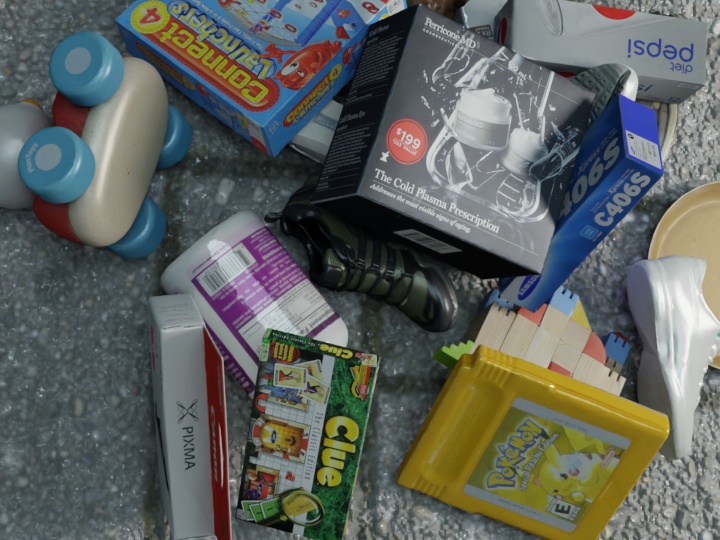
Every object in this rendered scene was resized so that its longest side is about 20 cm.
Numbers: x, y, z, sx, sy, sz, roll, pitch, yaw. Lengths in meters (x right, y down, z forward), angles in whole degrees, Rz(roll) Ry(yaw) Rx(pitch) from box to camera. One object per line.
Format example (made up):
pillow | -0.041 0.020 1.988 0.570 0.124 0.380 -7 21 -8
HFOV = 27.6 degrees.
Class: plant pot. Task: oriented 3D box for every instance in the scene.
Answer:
plant pot | 0.383 0.008 1.499 0.200 0.027 0.200 2 78 -12

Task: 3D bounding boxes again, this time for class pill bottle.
pill bottle | -0.083 0.052 1.351 0.112 0.112 0.200 -38 89 -16

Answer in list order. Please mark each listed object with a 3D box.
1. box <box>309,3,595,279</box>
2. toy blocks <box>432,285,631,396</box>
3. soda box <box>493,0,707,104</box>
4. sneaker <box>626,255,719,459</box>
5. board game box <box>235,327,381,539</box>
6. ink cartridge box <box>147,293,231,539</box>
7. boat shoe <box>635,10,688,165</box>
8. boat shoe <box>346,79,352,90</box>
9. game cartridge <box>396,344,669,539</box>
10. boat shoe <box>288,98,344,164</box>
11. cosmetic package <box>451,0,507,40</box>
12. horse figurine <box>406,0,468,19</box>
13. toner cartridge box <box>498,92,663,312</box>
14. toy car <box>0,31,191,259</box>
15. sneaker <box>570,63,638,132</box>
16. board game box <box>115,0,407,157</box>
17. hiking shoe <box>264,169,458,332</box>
box | 0.084 -0.111 1.328 0.200 0.104 0.182 22 78 -23
toy blocks | 0.180 0.080 1.419 0.200 0.100 0.137 30 63 -5
soda box | 0.231 -0.214 1.418 0.200 0.063 0.068 7 77 -11
sneaker | 0.319 0.084 1.432 0.088 0.075 0.200 -9 99 -17
board game box | -0.049 0.152 1.310 0.105 0.023 0.200 12 119 4
ink cartridge box | -0.147 0.140 1.255 0.044 0.174 0.200 -5 107 -13
boat shoe | 0.285 -0.174 1.498 0.073 0.075 0.200 13 68 1
boat shoe | 0.055 -0.139 1.438 0.074 0.068 0.199 -25 86 -15
game cartridge | 0.157 0.168 1.359 0.200 0.176 0.032 20 34 -7
boat shoe | -0.042 -0.138 1.414 0.200 0.069 0.072 22 65 10
cosmetic package | 0.145 -0.224 1.471 0.102 0.074 0.200 -13 81 -14
horse figurine | 0.055 -0.301 1.453 0.050 0.133 0.200 -17 72 -22
toner cartridge box | 0.199 -0.060 1.352 0.043 0.200 0.095 25 39 -16
toy car | -0.289 -0.119 1.337 0.200 0.184 0.177 10 76 19
sneaker | 0.227 -0.121 1.425 0.087 0.200 0.075 -10 51 -27
board game box | -0.093 -0.238 1.395 0.200 0.056 0.196 36 73 21
hiking shoe | 0.000 0.000 1.385 0.200 0.076 0.101 41 51 8
